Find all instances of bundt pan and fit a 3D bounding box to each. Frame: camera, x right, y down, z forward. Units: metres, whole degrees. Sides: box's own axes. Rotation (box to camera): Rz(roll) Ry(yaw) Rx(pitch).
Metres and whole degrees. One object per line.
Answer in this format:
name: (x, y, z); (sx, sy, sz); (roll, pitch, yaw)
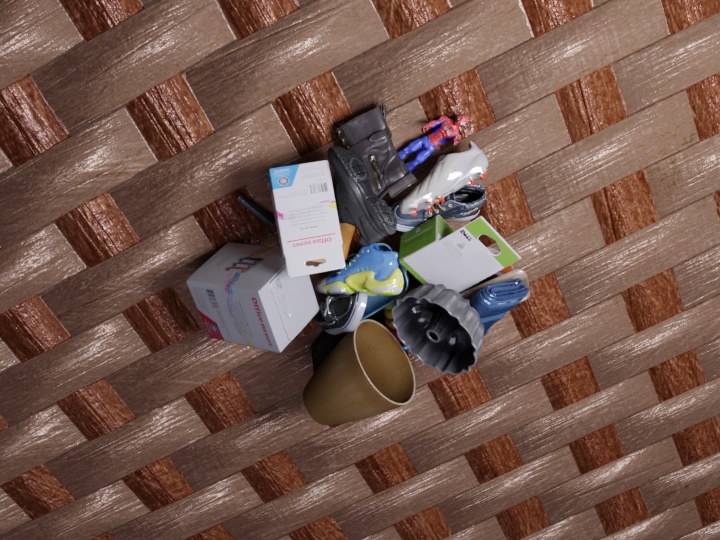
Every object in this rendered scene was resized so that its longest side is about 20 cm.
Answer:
bundt pan: (0.163, 0.107, 1.664); (0.200, 0.076, 0.204); (28, 143, 23)

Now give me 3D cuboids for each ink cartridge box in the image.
ink cartridge box: (-0.101, -0.093, 1.558); (0.113, 0.068, 0.204); (-9, 87, -10)
ink cartridge box: (0.196, -0.043, 1.648); (0.198, 0.077, 0.147); (-29, 127, 30)
ink cartridge box: (-0.208, 0.049, 1.640); (0.197, 0.145, 0.147); (8, 128, 35)

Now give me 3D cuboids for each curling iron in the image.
curling iron: (-0.169, -0.089, 1.678); (0.026, 0.050, 0.200); (-45, 113, 5)

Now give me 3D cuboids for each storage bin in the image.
storage bin: (0.002, 0.197, 1.838); (0.198, 0.094, 0.136); (30, 112, -23)

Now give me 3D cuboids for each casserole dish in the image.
casserole dish: (0.019, 0.023, 1.734); (0.198, 0.039, 0.122); (-32, 86, 27)

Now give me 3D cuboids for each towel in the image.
towel: (0.251, 0.084, 1.703); (0.110, 0.049, 0.200); (-10, 158, -27)

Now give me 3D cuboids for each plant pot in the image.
plant pot: (-0.020, 0.231, 1.712); (0.199, 0.188, 0.186); (-34, 120, 27)

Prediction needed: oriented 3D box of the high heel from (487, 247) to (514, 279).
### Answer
high heel: (0.237, -0.011, 1.787); (0.198, 0.068, 0.096); (25, 143, -25)

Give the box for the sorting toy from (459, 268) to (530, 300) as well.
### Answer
sorting toy: (0.269, 0.055, 1.777); (0.182, 0.037, 0.200); (-24, 160, 8)

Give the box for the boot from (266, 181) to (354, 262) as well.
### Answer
boot: (-0.102, -0.093, 1.651); (0.198, 0.071, 0.147); (10, 99, -22)

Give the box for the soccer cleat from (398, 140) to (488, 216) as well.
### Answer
soccer cleat: (0.152, -0.174, 1.600); (0.198, 0.069, 0.078); (-29, 81, -7)

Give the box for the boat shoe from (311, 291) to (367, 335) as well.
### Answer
boat shoe: (-0.048, 0.085, 1.667); (0.070, 0.073, 0.200); (22, 154, -16)

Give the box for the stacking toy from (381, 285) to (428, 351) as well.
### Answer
stacking toy: (0.082, 0.061, 1.778); (0.108, 0.116, 0.203); (-21, 109, 2)

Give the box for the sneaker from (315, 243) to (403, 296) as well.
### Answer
sneaker: (0.000, 0.000, 1.690); (0.197, 0.107, 0.075); (-2, 169, 27)

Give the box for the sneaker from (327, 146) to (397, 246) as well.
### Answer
sneaker: (-0.016, -0.136, 1.550); (0.090, 0.076, 0.202); (-35, 78, 30)

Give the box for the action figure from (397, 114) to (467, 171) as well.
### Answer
action figure: (0.122, -0.237, 1.602); (0.198, 0.099, 0.066); (-35, 92, 9)

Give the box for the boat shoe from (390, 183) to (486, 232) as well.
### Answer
boat shoe: (0.151, -0.133, 1.663); (0.196, 0.072, 0.091); (-10, 163, -9)

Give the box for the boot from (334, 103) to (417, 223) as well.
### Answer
boot: (0.000, -0.202, 1.607); (0.198, 0.069, 0.176); (-31, 91, 13)
